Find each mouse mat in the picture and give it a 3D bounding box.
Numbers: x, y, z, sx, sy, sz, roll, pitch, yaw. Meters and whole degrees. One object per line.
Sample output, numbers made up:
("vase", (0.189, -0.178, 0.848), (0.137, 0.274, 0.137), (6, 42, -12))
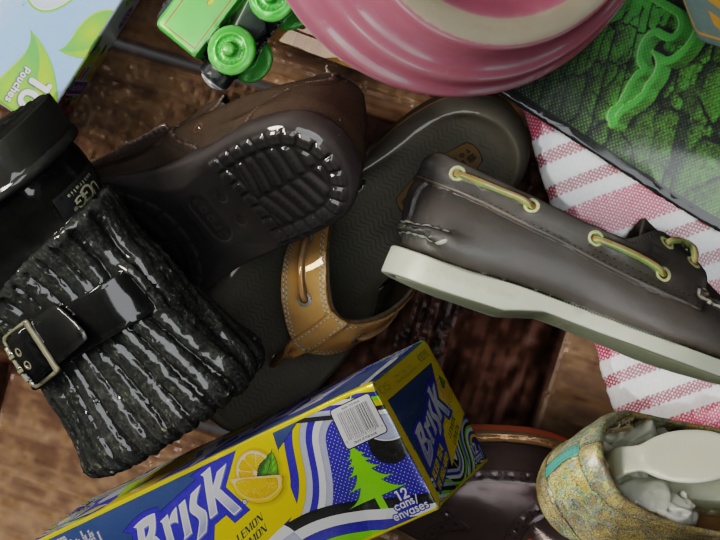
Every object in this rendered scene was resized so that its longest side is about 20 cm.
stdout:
("mouse mat", (0.158, -0.137, 1.035), (0.161, 0.008, 0.200), (32, 87, 6))

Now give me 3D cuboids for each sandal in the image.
("sandal", (0.000, 0.000, 1.040), (0.200, 0.055, 0.082), (-39, 117, 7))

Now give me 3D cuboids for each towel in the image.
("towel", (0.167, -0.018, 1.054), (0.146, 0.030, 0.200), (-18, 90, 5))

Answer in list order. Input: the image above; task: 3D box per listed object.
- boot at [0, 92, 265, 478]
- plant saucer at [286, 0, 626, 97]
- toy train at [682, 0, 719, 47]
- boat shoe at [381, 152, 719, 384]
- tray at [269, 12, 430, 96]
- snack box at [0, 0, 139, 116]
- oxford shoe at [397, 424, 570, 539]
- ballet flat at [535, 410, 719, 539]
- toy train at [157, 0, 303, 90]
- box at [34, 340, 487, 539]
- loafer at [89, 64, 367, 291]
("boot", (-0.154, 0.023, 1.026), (0.211, 0.079, 0.158), (-20, 114, 49))
("plant saucer", (0.052, -0.172, 0.967), (0.200, 0.051, 0.201), (-5, 102, -26))
("toy train", (0.167, -0.149, 0.940), (0.085, 0.114, 0.200), (-45, 131, -17))
("boat shoe", (0.113, 0.005, 1.003), (0.201, 0.072, 0.061), (18, 86, -7))
("tray", (0.021, -0.190, 1.046), (0.098, 0.037, 0.200), (20, 95, 3))
("snack box", (-0.189, -0.178, 1.055), (0.200, 0.053, 0.142), (33, 97, 1))
("oxford shoe", (0.094, 0.126, 1.037), (0.200, 0.073, 0.071), (16, 122, 4))
("ballet flat", (0.178, 0.097, 1.010), (0.199, 0.071, 0.071), (7, 95, -15))
("toy train", (-0.017, -0.169, 1.015), (0.056, 0.042, 0.200), (39, 96, 12))
("box", (-0.048, 0.105, 1.027), (0.200, 0.070, 0.064), (-26, 94, 26))
("loafer", (-0.067, -0.036, 1.028), (0.200, 0.071, 0.073), (-15, 119, 38))
